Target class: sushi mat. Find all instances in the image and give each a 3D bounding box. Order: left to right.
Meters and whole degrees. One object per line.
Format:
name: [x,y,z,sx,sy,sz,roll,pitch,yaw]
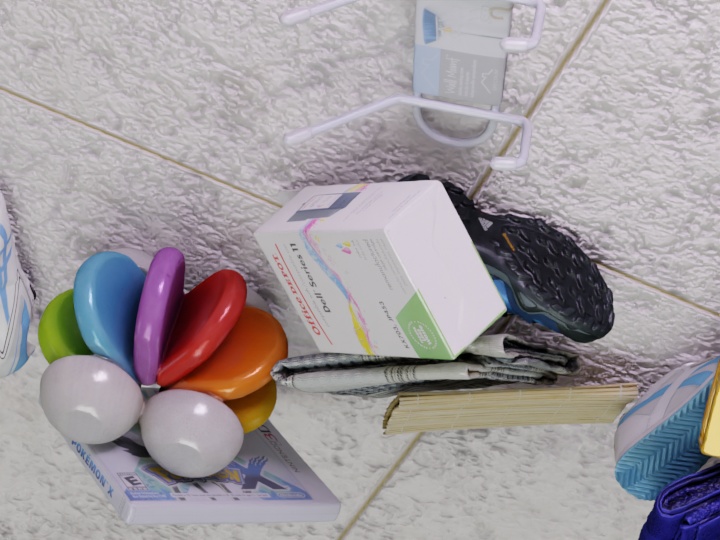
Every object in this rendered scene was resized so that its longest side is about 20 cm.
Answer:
sushi mat: [0.119,0.113,1.665,0.199,0.012,0.096,-2,161,-7]

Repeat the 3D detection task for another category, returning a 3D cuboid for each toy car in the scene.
toy car: [-0.152,0.051,1.615,0.199,0.176,0.150,19,137,-4]

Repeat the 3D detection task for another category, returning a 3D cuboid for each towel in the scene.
towel: [0.058,0.083,1.622,0.199,0.035,0.192,-8,169,24]
towel: [0.296,0.194,1.651,0.147,0.050,0.200,-25,160,-8]

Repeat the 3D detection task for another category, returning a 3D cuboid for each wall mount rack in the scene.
wall mount rack: [0.036,-0.140,1.412,0.173,0.075,0.201,9,139,7]

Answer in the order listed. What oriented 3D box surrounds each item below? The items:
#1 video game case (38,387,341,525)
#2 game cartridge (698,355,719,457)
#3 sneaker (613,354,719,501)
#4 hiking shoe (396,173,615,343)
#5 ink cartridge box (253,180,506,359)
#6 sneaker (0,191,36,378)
video game case: [-0.140,0.149,1.679,0.199,0.182,0.022,4,116,-36]
game cartridge: [0.368,0.073,1.526,0.199,0.032,0.177,12,107,1]
sneaker: [0.281,0.096,1.615,0.200,0.081,0.077,-35,112,19]
hiking shoe: [0.100,0.000,1.566,0.199,0.075,0.087,30,143,-1]
ink cartridge box: [0.000,0.000,1.521,0.199,0.067,0.118,0,125,52]
sneaker: [-0.306,0.003,1.705,0.072,0.072,0.201,29,134,28]
